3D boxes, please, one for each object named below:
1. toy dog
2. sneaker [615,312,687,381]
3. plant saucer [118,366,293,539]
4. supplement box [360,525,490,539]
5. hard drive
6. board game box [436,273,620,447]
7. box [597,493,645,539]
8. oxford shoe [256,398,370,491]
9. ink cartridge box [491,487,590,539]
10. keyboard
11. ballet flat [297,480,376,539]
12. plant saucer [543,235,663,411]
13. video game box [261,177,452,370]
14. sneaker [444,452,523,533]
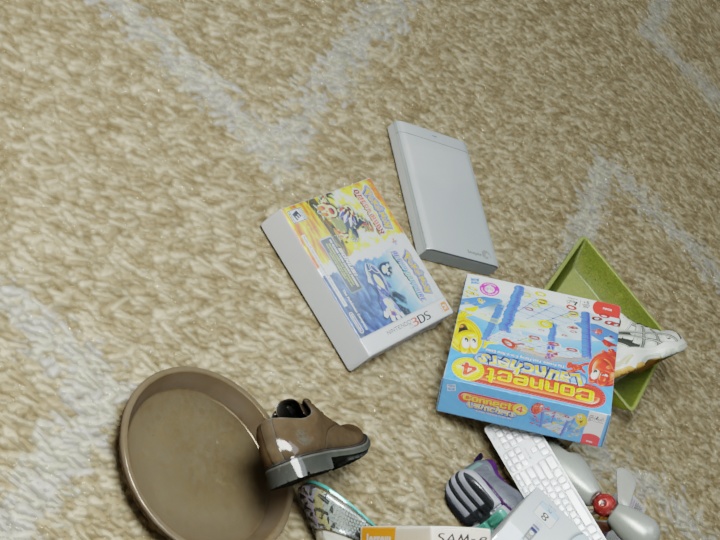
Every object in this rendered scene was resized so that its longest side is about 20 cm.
[{"bbox_3d":[0.260,0.264,1.627,0.200,0.132,0.096,61,2,24],"label":"toy dog"},{"bbox_3d":[0.358,0.090,1.811,0.200,0.076,0.088,-10,69,-49],"label":"sneaker"},{"bbox_3d":[-0.152,0.188,1.333,0.200,0.029,0.200,26,46,-29],"label":"plant saucer"},{"bbox_3d":[0.058,0.343,1.299,0.073,0.126,0.200,8,76,-32],"label":"supplement box"},{"bbox_3d":[0.109,-0.097,1.815,0.132,0.027,0.200,13,53,-39],"label":"hard drive"},{"bbox_3d":[0.205,0.104,1.649,0.200,0.056,0.196,12,40,5],"label":"board game box"},{"bbox_3d":[0.296,0.342,1.663,0.041,0.039,0.200,47,39,-6],"label":"box"},{"bbox_3d":[-0.045,0.164,1.386,0.085,0.073,0.200,67,16,10],"label":"oxford shoe"},{"bbox_3d":[0.190,0.337,1.426,0.160,0.047,0.200,46,36,7],"label":"ink cartridge box"},{"bbox_3d":[0.216,0.253,1.583,0.200,0.056,0.011,60,1,24],"label":"keyboard"},{"bbox_3d":[0.008,0.292,1.390,0.200,0.072,0.072,39,41,-16],"label":"ballet flat"},{"bbox_3d":[0.322,0.078,1.882,0.200,0.048,0.200,50,38,-5],"label":"plant saucer"},{"bbox_3d":[0.000,0.000,1.618,0.182,0.047,0.200,-24,80,-53],"label":"video game box"},{"bbox_3d":[0.184,0.297,1.559,0.200,0.074,0.088,54,33,2],"label":"sneaker"}]
